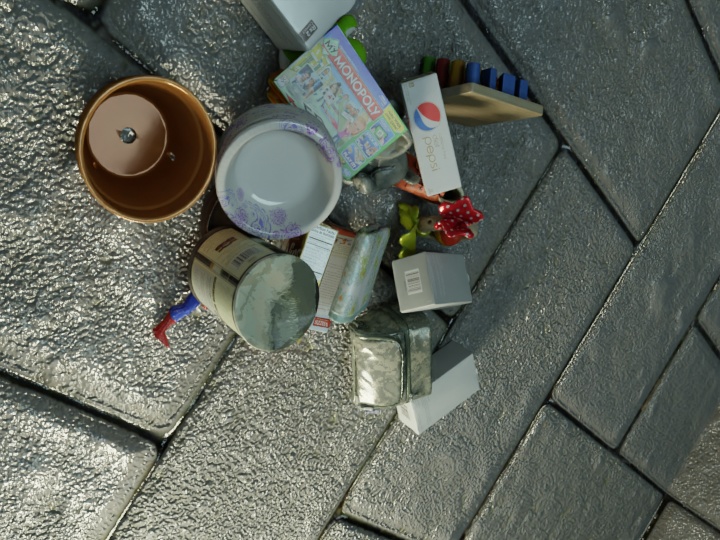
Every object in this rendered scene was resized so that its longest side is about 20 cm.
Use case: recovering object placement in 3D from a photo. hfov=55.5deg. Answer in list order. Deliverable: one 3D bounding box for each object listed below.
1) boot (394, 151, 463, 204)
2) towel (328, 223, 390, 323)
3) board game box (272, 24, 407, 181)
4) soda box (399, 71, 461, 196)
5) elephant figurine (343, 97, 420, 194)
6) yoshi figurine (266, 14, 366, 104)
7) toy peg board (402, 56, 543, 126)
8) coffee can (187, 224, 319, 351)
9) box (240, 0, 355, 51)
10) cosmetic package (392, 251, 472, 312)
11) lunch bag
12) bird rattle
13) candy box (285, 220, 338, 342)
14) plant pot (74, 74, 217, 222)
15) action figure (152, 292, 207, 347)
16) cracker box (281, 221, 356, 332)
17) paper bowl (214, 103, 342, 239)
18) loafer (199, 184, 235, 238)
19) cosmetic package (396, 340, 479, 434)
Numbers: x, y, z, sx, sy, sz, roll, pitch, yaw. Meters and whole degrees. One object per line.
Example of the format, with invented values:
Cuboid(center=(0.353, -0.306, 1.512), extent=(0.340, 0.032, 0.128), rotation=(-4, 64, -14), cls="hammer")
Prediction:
Cuboid(center=(0.120, -0.183, 1.350), extent=(0.197, 0.107, 0.077), rotation=(20, 95, -36), cls="boot")
Cuboid(center=(0.000, 0.000, 1.307), extent=(0.200, 0.047, 0.176), rotation=(-34, 141, -75), cls="towel")
Cuboid(center=(-0.031, -0.268, 1.104), extent=(0.133, 0.029, 0.201), rotation=(-38, 110, 4), cls="board game box")
Cuboid(center=(0.125, -0.243, 1.220), extent=(0.066, 0.064, 0.206), rotation=(-14, 105, 5), cls="soda box")
Cuboid(center=(0.031, -0.245, 1.200), extent=(0.153, 0.141, 0.203), rotation=(-30, 149, -37), cls="elephant figurine")
Cuboid(center=(-0.062, -0.344, 1.163), extent=(0.200, 0.111, 0.113), rotation=(-47, 140, -13), cls="yoshi figurine")
Cuboid(center=(0.214, -0.352, 1.304), extent=(0.195, 0.197, 0.101), rotation=(4, 90, -35), cls="toy peg board")
Cuboid(center=(-0.174, 0.023, 1.083), extent=(0.143, 0.198, 0.151), rotation=(-12, 112, -31), cls="coffee can")
Cuboid(center=(-0.100, -0.484, 1.051), extent=(0.200, 0.130, 0.200), rotation=(-49, 124, -9), cls="box")
Cuboid(center=(0.151, 0.024, 1.403), extent=(0.198, 0.088, 0.110), rotation=(6, 71, -61), cls="cosmetic package")
Cuboid(center=(0.055, 0.184, 1.434), extent=(0.163, 0.139, 0.206), rotation=(-11, 116, -19), cls="lunch bag")
Cuboid(center=(0.168, -0.093, 1.366), extent=(0.161, 0.196, 0.116), rotation=(10, 70, -49), cls="bird rattle")
Cuboid(center=(-0.106, 0.007, 1.189), extent=(0.055, 0.117, 0.205), rotation=(18, 97, -20), cls="candy box")
Cuboid(center=(-0.326, -0.189, 1.008), extent=(0.195, 0.139, 0.206), rotation=(-14, 116, -29), cls="plant pot")
Cuboid(center=(-0.278, 0.041, 1.184), extent=(0.051, 0.065, 0.202), rotation=(39, 85, -16), cls="action figure")
Cuboid(center=(-0.095, 0.005, 1.302), extent=(0.131, 0.057, 0.205), rotation=(15, 98, -37), cls="cracker box")
Cuboid(center=(-0.130, -0.161, 1.070), extent=(0.194, 0.106, 0.205), rotation=(-7, 128, -9), cls="paper bowl")
Cuboid(center=(-0.211, -0.127, 1.158), extent=(0.072, 0.071, 0.205), rotation=(19, 97, -38), cls="loafer")
Cuboid(center=(0.176, 0.268, 1.585), extent=(0.197, 0.081, 0.115), rotation=(-30, 123, -23), cls="cosmetic package")
